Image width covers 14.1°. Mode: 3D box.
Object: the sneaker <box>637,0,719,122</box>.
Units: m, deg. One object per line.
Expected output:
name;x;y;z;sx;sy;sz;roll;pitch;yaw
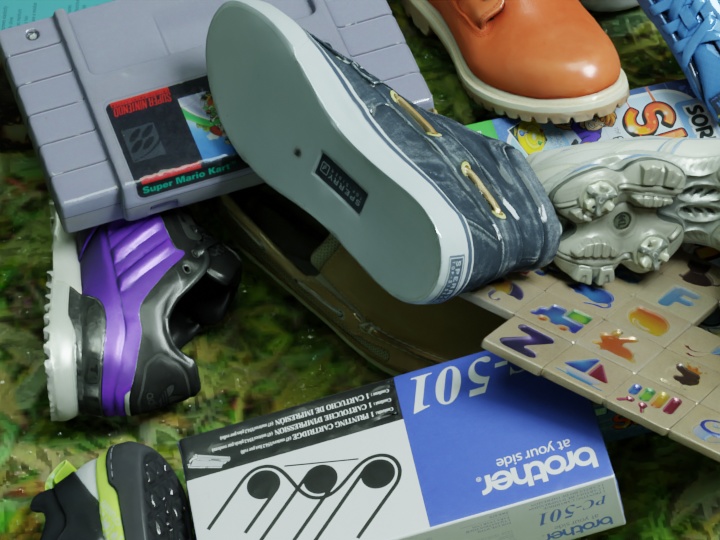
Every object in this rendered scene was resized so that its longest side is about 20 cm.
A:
sneaker;0.188;-0.132;1.538;0.200;0.066;0.079;46;40;-6

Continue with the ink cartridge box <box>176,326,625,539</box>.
ink cartridge box;0.018;0.100;1.388;0.199;0.044;0.094;-16;50;3

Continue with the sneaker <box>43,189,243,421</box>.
sneaker;-0.109;-0.011;1.497;0.099;0.070;0.201;-1;58;0

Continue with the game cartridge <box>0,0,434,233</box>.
game cartridge;-0.074;-0.097;1.491;0.199;0.039;0.130;-17;51;-11

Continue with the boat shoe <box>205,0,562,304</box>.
boat shoe;0.009;-0.060;1.422;0.091;0.071;0.200;-11;50;-43

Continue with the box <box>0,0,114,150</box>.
box;-0.109;-0.109;1.572;0.198;0.083;0.049;-1;49;1

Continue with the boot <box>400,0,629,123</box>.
boot;0.077;-0.157;1.572;0.075;0.108;0.200;-20;42;-21

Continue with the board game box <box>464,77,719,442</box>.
board game box;0.142;-0.007;1.508;0.134;0.035;0.201;-13;50;-9

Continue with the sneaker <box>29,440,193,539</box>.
sneaker;-0.120;0.172;1.354;0.082;0.072;0.201;-20;46;17

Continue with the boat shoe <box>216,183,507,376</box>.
boat shoe;0.000;0.000;1.467;0.199;0.076;0.072;27;80;29

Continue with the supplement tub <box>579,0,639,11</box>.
supplement tub;0.111;-0.251;1.663;0.122;0.123;0.200;-25;53;-19

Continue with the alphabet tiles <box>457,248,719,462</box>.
alphabet tiles;0.124;0.020;1.413;0.199;0.008;0.167;25;31;21

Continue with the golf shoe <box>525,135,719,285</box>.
golf shoe;0.174;-0.045;1.466;0.199;0.079;0.097;1;22;-20
